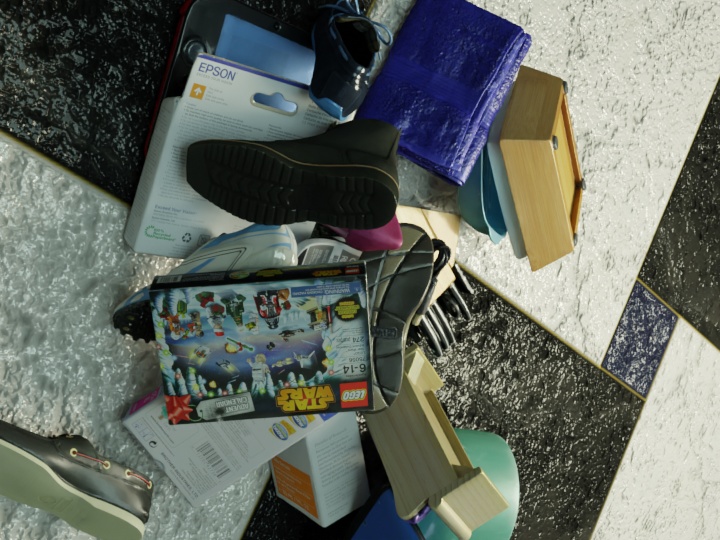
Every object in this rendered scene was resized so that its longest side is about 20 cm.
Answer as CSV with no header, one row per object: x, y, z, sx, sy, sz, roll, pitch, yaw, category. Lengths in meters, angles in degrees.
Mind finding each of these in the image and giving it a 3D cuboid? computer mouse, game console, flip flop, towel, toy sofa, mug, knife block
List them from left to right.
-0.113,-0.171,0.963,0.198,0.031,0.180,15,90,-39,game console
0.000,0.000,1.019,0.198,0.044,0.111,13,110,-32,computer mouse
0.025,0.049,0.989,0.080,0.058,0.204,10,94,-4,flip flop
0.032,0.321,1.045,0.117,0.171,0.202,6,125,-39,game console
0.052,0.011,1.110,0.198,0.064,0.179,6,95,-39,knife block
0.068,0.187,1.007,0.097,0.201,0.083,-33,132,5,toy sofa
0.094,-0.214,1.061,0.146,0.050,0.202,27,79,3,towel
0.103,0.285,1.150,0.113,0.152,0.188,11,98,-23,mug

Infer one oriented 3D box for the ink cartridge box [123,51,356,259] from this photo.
-0.116,-0.102,0.936,0.197,0.041,0.202,10,110,-39,ink cartridge box

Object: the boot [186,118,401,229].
-0.057,-0.108,0.906,0.197,0.139,0.078,14,127,-1,boot

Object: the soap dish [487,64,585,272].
0.221,-0.126,1.157,0.158,0.080,0.202,-68,146,-44,soap dish

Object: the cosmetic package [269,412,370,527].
-0.057,0.163,1.030,0.071,0.101,0.203,-21,111,-32,cosmetic package

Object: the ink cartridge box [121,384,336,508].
-0.121,0.136,0.936,0.198,0.042,0.120,-33,107,10,ink cartridge box

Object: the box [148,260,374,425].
-0.088,0.068,0.872,0.196,0.040,0.139,-5,111,-1,box

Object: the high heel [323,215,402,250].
0.016,-0.076,0.991,0.200,0.095,0.068,-57,171,-69,high heel

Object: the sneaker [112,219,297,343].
-0.150,0.010,0.912,0.198,0.073,0.072,-25,134,10,sneaker

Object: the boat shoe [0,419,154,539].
-0.283,0.188,0.883,0.200,0.073,0.064,37,40,-27,boat shoe

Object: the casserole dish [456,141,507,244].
0.148,-0.131,1.134,0.121,0.038,0.204,26,64,-63,casserole dish

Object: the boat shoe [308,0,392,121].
-0.003,-0.223,0.945,0.083,0.202,0.069,26,126,-25,boat shoe
